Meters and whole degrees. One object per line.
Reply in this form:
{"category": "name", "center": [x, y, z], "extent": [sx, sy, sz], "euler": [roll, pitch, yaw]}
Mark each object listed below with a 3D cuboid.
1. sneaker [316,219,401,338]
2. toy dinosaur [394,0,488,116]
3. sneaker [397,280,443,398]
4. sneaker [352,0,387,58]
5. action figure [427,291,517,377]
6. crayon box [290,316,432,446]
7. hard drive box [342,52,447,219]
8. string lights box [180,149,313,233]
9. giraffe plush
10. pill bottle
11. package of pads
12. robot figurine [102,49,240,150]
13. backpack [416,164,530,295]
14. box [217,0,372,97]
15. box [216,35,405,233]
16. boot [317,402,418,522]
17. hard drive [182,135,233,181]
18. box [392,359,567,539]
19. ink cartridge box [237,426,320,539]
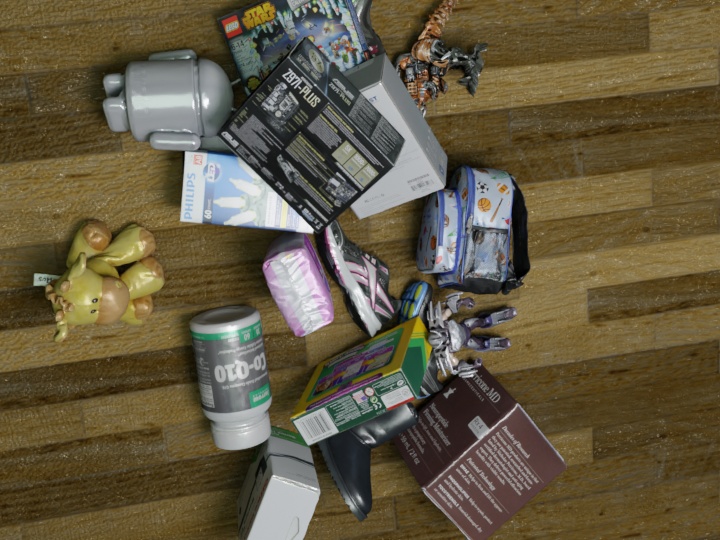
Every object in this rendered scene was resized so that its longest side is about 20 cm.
{"category": "sneaker", "center": [0.000, 0.000, 1.418], "extent": [0.086, 0.080, 0.202], "euler": [-32, 113, -14]}
{"category": "toy dinosaur", "center": [0.121, -0.320, 1.360], "extent": [0.133, 0.103, 0.203], "euler": [16, 121, 4]}
{"category": "sneaker", "center": [0.106, 0.111, 1.457], "extent": [0.081, 0.071, 0.204], "euler": [-7, 108, -13]}
{"category": "sneaker", "center": [0.011, -0.324, 1.339], "extent": [0.082, 0.077, 0.204], "euler": [4, 112, 10]}
{"category": "action figure", "center": [0.171, 0.099, 1.415], "extent": [0.198, 0.069, 0.133], "euler": [-4, 91, -49]}
{"category": "crayon box", "center": [0.006, 0.167, 1.360], "extent": [0.198, 0.173, 0.059], "euler": [-27, 104, 22]}
{"category": "hard drive box", "center": [0.017, -0.191, 1.308], "extent": [0.154, 0.078, 0.201], "euler": [-18, 129, 25]}
{"category": "string lights box", "center": [-0.165, -0.118, 1.318], "extent": [0.196, 0.059, 0.105], "euler": [4, 101, -12]}
{"category": "giraffe plush", "center": [-0.391, 0.024, 1.299], "extent": [0.196, 0.162, 0.176], "euler": [-12, 104, -8]}
{"category": "pill bottle", "center": [-0.198, 0.166, 1.388], "extent": [0.111, 0.113, 0.204], "euler": [-9, 103, -8]}
{"category": "package of pads", "center": [-0.093, 0.013, 1.331], "extent": [0.075, 0.200, 0.122], "euler": [-22, 101, 1]}
{"category": "robot figurine", "center": [-0.270, -0.247, 1.288], "extent": [0.196, 0.113, 0.173], "euler": [-5, 68, -7]}
{"category": "backpack", "center": [0.168, -0.066, 1.378], "extent": [0.151, 0.200, 0.194], "euler": [14, 86, -13]}
{"category": "box", "center": [-0.096, -0.337, 1.300], "extent": [0.197, 0.040, 0.139], "euler": [-16, 104, 20]}
{"category": "box", "center": [-0.066, -0.182, 1.214], "extent": [0.200, 0.087, 0.163], "euler": [43, 123, -13]}
{"category": "boot", "center": [0.022, 0.273, 1.422], "extent": [0.166, 0.202, 0.077], "euler": [-29, 145, 0]}
{"category": "hard drive", "center": [-0.174, -0.151, 1.363], "extent": [0.196, 0.042, 0.138], "euler": [0, 102, -10]}
{"category": "box", "center": [0.189, 0.293, 1.443], "extent": [0.200, 0.166, 0.165], "euler": [-42, 116, 0]}
{"category": "ink cartridge box", "center": [-0.132, 0.354, 1.393], "extent": [0.082, 0.200, 0.149], "euler": [20, 98, -13]}
